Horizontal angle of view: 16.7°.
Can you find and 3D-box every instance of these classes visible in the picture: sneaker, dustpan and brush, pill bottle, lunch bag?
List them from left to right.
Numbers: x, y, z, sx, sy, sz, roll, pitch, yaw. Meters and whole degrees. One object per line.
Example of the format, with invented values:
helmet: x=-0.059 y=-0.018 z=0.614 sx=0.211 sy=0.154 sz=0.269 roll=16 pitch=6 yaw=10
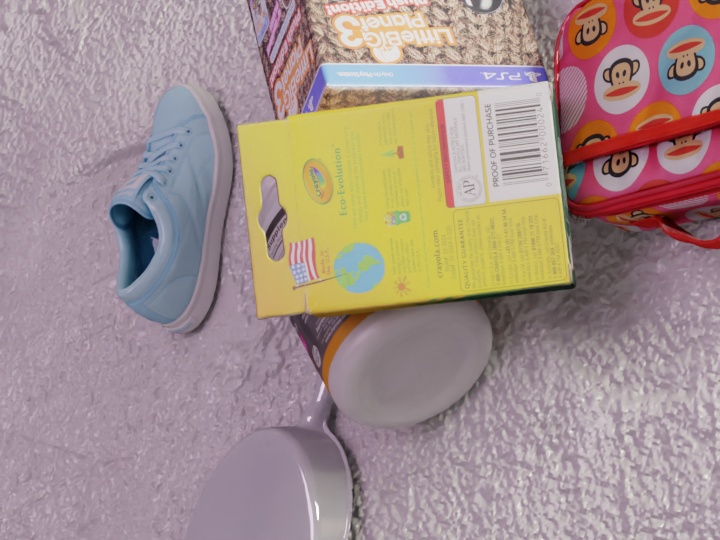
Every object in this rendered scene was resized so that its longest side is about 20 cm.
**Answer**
sneaker: x=-0.148 y=-0.058 z=1.835 sx=0.074 sy=0.082 sz=0.202 roll=-21 pitch=59 yaw=35
dustpan and brush: x=-0.045 y=0.130 z=1.685 sx=0.139 sy=0.057 sz=0.202 roll=10 pitch=86 yaw=44
pill bottle: x=0.000 y=0.000 z=1.643 sx=0.116 sy=0.116 sz=0.201 roll=-47 pitch=46 yaw=18
lunch bag: x=0.212 y=-0.098 z=1.511 sx=0.199 sy=0.082 sz=0.178 roll=-14 pitch=67 yaw=42

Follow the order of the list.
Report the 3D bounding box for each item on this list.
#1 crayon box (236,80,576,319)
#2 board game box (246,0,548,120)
crayon box: x=0.029 y=-0.041 z=1.521 sx=0.198 sy=0.051 sz=0.128 roll=-6 pitch=86 yaw=7
board game box: x=0.019 y=-0.168 z=1.648 sx=0.097 sy=0.158 sz=0.201 roll=114 pitch=148 yaw=-50
